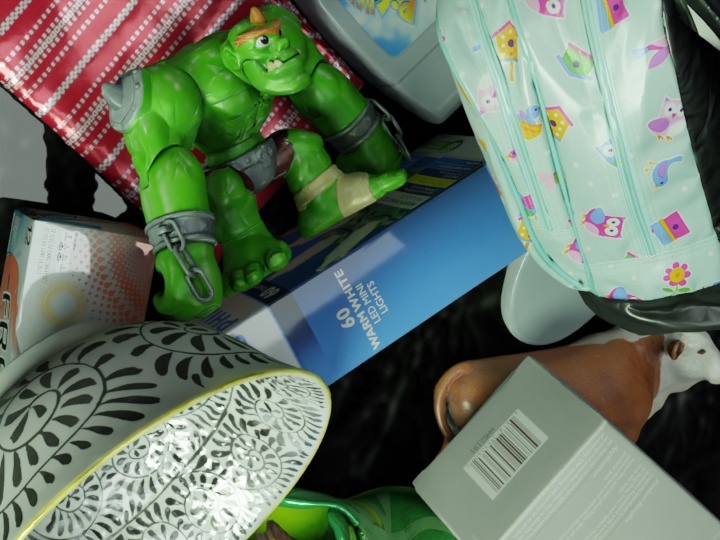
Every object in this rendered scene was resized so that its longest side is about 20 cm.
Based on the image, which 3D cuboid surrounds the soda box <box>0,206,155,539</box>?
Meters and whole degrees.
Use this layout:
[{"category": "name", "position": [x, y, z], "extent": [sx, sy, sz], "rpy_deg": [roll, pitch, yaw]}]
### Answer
[{"category": "soda box", "position": [-0.161, 0.070, 0.698], "extent": [0.068, 0.064, 0.201], "rpy_deg": [9, 93, -25]}]

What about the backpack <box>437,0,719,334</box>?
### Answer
[{"category": "backpack", "position": [0.118, -0.081, 0.629], "extent": [0.126, 0.167, 0.200], "rpy_deg": [-19, 128, 13]}]

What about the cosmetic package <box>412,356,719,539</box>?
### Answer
[{"category": "cosmetic package", "position": [0.140, 0.152, 0.773], "extent": [0.107, 0.090, 0.200], "rpy_deg": [-48, 126, 0]}]

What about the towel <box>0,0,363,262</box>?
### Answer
[{"category": "towel", "position": [-0.105, -0.117, 0.718], "extent": [0.200, 0.022, 0.145], "rpy_deg": [44, 80, -23]}]

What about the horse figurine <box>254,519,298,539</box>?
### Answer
[{"category": "horse figurine", "position": [-0.030, 0.229, 0.652], "extent": [0.132, 0.050, 0.201], "rpy_deg": [24, 68, -34]}]

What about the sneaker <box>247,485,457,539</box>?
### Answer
[{"category": "sneaker", "position": [-0.014, 0.162, 0.765], "extent": [0.200, 0.084, 0.074], "rpy_deg": [11, 95, -24]}]

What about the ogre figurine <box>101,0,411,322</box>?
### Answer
[{"category": "ogre figurine", "position": [-0.056, -0.064, 0.674], "extent": [0.200, 0.098, 0.120], "rpy_deg": [-35, 99, -29]}]

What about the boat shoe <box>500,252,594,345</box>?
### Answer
[{"category": "boat shoe", "position": [0.128, -0.059, 0.803], "extent": [0.071, 0.091, 0.201], "rpy_deg": [15, 106, -25]}]

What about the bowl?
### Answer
[{"category": "bowl", "position": [-0.119, 0.086, 0.614], "extent": [0.201, 0.201, 0.094], "rpy_deg": [-38, 68, -15]}]

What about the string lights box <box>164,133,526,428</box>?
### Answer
[{"category": "string lights box", "position": [0.000, 0.000, 0.737], "extent": [0.200, 0.103, 0.059], "rpy_deg": [-33, 109, -17]}]

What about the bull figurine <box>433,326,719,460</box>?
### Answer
[{"category": "bull figurine", "position": [0.134, 0.090, 0.831], "extent": [0.199, 0.065, 0.122], "rpy_deg": [-5, 106, -19]}]

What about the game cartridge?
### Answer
[{"category": "game cartridge", "position": [0.019, -0.189, 0.757], "extent": [0.133, 0.040, 0.200], "rpy_deg": [-44, 112, -8]}]
